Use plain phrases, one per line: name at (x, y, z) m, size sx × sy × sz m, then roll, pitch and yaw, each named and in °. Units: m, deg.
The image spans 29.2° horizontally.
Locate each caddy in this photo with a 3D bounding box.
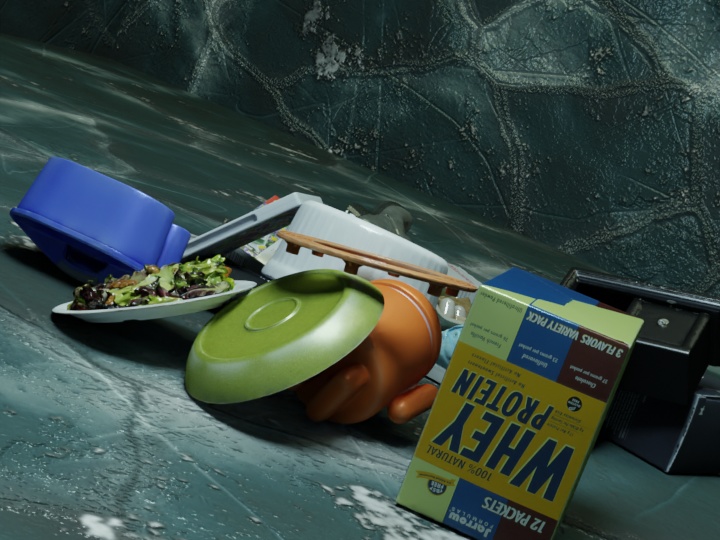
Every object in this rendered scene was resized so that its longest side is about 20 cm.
caddy at (-0.284, -0.036, 1.503) m, size 0.200 × 0.105 × 0.141 m, roll 23°, pitch -13°, yaw 16°

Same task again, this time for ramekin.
ramekin at (0.000, 0.000, 1.529) m, size 0.200 × 0.098 × 0.200 m, roll 24°, pitch 0°, yaw 0°

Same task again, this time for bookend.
bookend at (0.298, 0.103, 1.596) m, size 0.198 × 0.092 × 0.200 m, roll 14°, pitch 39°, yaw 28°

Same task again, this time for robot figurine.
robot figurine at (0.004, 0.075, 1.350) m, size 0.143 × 0.117 × 0.200 m, roll 14°, pitch 23°, yaw 28°

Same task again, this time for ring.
ring at (0.014, -0.004, 1.325) m, size 0.200 × 0.019 × 0.200 m, roll 16°, pitch 4°, yaw -1°

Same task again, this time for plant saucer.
plant saucer at (-0.076, 0.051, 1.265) m, size 0.199 × 0.031 × 0.200 m, roll -21°, pitch 22°, yaw 9°

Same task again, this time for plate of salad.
plate of salad at (-0.201, 0.016, 1.350) m, size 0.199 × 0.048 × 0.200 m, roll -6°, pitch 5°, yaw 1°

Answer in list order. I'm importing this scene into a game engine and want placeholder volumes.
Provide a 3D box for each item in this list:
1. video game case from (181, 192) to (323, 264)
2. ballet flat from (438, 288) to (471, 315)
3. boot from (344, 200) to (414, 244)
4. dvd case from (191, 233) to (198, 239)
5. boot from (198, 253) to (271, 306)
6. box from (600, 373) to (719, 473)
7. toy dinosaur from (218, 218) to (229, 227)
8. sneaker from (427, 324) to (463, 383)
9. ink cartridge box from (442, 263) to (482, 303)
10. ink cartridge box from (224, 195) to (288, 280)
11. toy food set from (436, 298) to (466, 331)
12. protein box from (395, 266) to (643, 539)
video game case at (-0.147, -0.041, 1.620) m, size 0.143 × 0.199 × 0.018 m, roll -6°, pitch 72°, yaw -80°
ballet flat at (0.068, 0.037, 1.831) m, size 0.199 × 0.073 × 0.068 m, roll 14°, pitch -33°, yaw -23°
boot at (0.054, -0.031, 1.848) m, size 0.131 × 0.068 × 0.200 m, roll 36°, pitch 16°, yaw 17°
dvd case at (-0.247, -0.033, 1.811) m, size 0.148 × 0.016 × 0.200 m, roll 19°, pitch 9°, yaw -8°
boot at (-0.104, 0.037, 1.549) m, size 0.200 × 0.066 × 0.165 m, roll 28°, pitch -1°, yaw 12°
box at (0.362, 0.164, 1.725) m, size 0.148 × 0.105 × 0.200 m, roll 10°, pitch 15°, yaw -45°
toy dinosaur at (-0.151, -0.043, 1.921) m, size 0.200 × 0.048 × 0.088 m, roll 15°, pitch 22°, yaw -44°
sneaker at (0.114, 0.095, 1.659) m, size 0.200 × 0.082 × 0.074 m, roll 28°, pitch 11°, yaw 39°
ink cartridge box at (0.057, 0.022, 1.936) m, size 0.199 × 0.084 × 0.145 m, roll 16°, pitch 10°, yaw -19°
ink cartridge box at (-0.094, -0.041, 1.802) m, size 0.109 × 0.050 × 0.200 m, roll 34°, pitch 38°, yaw 13°
toy food set at (0.141, 0.066, 1.757) m, size 0.199 × 0.061 × 0.143 m, roll 17°, pitch -19°, yaw -22°
protein box at (0.146, 0.120, 1.223) m, size 0.135 × 0.201 × 0.199 m, roll 22°, pitch 10°, yaw 12°
